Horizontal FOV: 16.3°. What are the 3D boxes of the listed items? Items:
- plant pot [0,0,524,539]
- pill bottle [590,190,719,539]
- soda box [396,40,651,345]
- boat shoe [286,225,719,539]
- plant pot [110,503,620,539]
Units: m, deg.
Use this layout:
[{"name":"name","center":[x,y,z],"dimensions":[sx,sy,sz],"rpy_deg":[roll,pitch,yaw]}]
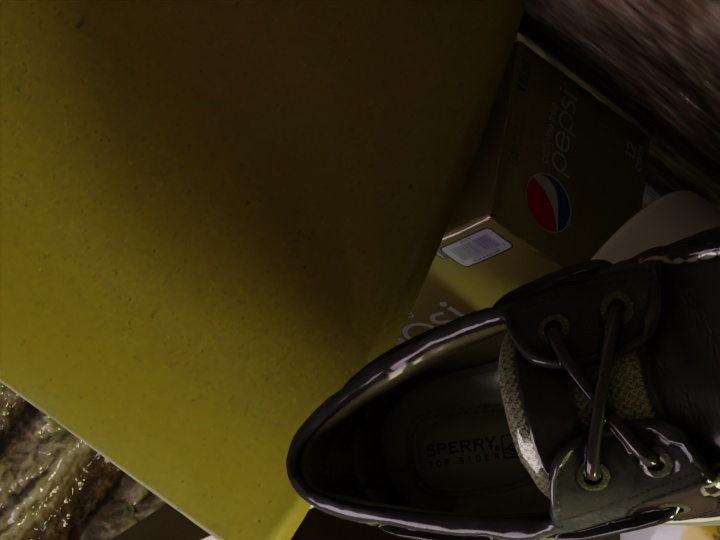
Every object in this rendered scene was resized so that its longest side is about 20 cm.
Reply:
[{"name":"plant pot","center":[-0.072,-0.064,0.752],"dimensions":[0.200,0.177,0.200],"rpy_deg":[40,179,-29]},{"name":"pill bottle","center":[0.141,0.069,0.677],"dimensions":[0.200,0.111,0.111],"rpy_deg":[39,179,20]},{"name":"soda box","center":[0.000,0.000,0.834],"dimensions":[0.064,0.068,0.200],"rpy_deg":[33,143,-31]},{"name":"boat shoe","center":[0.059,0.034,0.620],"dimensions":[0.066,0.072,0.200],"rpy_deg":[-7,170,-42]},{"name":"plant pot","center":[0.039,0.125,0.867],"dimensions":[0.200,0.199,0.177],"rpy_deg":[57,-141,-11]}]
